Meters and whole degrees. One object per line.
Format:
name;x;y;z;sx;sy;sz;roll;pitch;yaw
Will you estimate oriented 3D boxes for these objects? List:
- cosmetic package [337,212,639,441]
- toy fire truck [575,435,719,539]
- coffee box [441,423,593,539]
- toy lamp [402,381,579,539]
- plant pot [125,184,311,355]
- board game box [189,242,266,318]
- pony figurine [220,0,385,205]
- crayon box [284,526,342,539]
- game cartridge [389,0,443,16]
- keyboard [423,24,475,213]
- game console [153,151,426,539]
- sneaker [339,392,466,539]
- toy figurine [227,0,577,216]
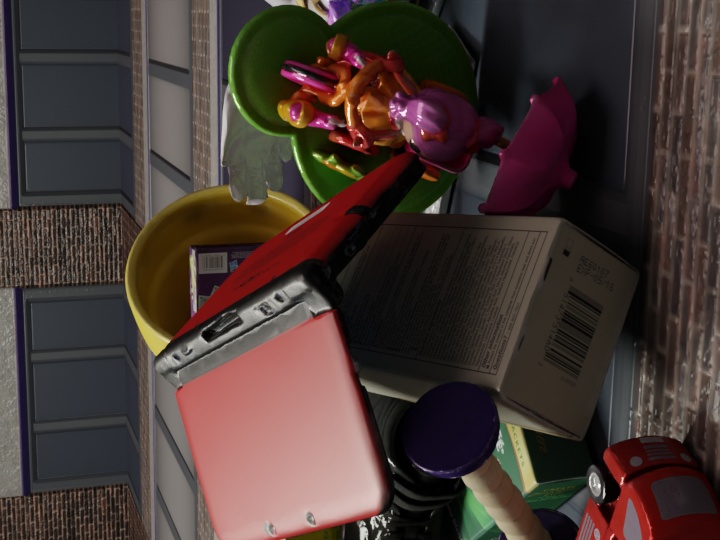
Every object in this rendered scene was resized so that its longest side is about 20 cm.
cosmetic package;0.054;0.026;0.725;0.199;0.073;0.104;7;71;56
toy fire truck;0.149;0.202;0.636;0.141;0.048;0.201;-117;30;-51
coffee box;0.085;0.115;0.828;0.200;0.044;0.124;120;143;-59
toy lamp;0.082;0.134;0.683;0.200;0.058;0.058;54;-170;-45
plant pot;-0.121;0.048;1.246;0.189;0.199;0.202;86;170;-54
board game box;-0.024;0.037;0.904;0.032;0.198;0.121;-164;73;-72
pony figurine;-0.032;-0.152;0.920;0.200;0.165;0.195;-149;54;-75
crayon box;-0.014;0.186;0.897;0.051;0.199;0.128;-14;77;43
game cartridge;0.032;-0.249;0.952;0.201;0.041;0.134;110;155;-50
keyboard;0.058;-0.081;0.937;0.056;0.011;0.201;-117;30;-52
game console;-0.026;0.051;0.721;0.119;0.173;0.200;48;144;-11
sneaker;0.030;0.161;0.817;0.099;0.070;0.202;-177;88;-77
toy figurine;0.043;-0.092;0.748;0.184;0.199;0.151;23;93;56
